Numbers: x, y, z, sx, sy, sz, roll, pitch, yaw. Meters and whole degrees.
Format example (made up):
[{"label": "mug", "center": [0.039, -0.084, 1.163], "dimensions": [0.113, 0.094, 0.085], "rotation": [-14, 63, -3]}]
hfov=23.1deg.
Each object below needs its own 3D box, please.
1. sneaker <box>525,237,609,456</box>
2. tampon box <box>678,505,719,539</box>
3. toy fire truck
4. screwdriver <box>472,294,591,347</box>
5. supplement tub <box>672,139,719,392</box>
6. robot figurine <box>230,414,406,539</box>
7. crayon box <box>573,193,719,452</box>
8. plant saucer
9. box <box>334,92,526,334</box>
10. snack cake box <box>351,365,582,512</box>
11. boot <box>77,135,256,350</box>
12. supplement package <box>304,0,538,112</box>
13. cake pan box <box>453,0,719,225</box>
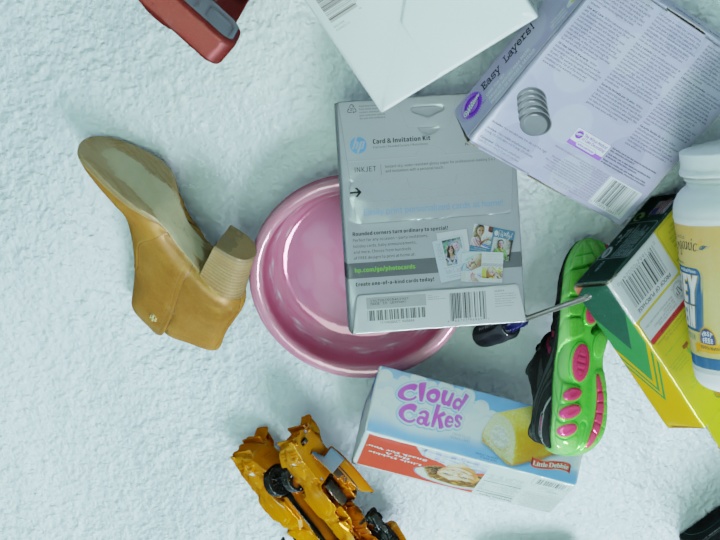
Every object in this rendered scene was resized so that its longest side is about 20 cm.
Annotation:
[{"label": "sneaker", "center": [0.183, 0.064, 1.571], "dimensions": [0.077, 0.201, 0.084], "rotation": [23, 162, -30]}, {"label": "tampon box", "center": [0.425, 0.307, 1.671], "dimensions": [0.200, 0.126, 0.150], "rotation": [42, 113, -14]}, {"label": "toy fire truck", "center": [-0.169, -0.266, 1.432], "dimensions": [0.200, 0.168, 0.112], "rotation": [42, 112, -14]}, {"label": "screwdriver", "center": [0.154, 0.038, 1.561], "dimensions": [0.028, 0.029, 0.200], "rotation": [43, 150, -10]}, {"label": "supplement tub", "center": [0.339, -0.008, 1.475], "dimensions": [0.144, 0.145, 0.201], "rotation": [-8, 98, 9]}, {"label": "robot figurine", "center": [-0.028, 0.233, 1.704], "dimensions": [0.145, 0.058, 0.200], "rotation": [-17, 117, 46]}, {"label": "crayon box", "center": [0.287, 0.049, 1.562], "dimensions": [0.051, 0.127, 0.200], "rotation": [-7, 123, 56]}, {"label": "plant saucer", "center": [0.000, 0.000, 1.609], "dimensions": [0.200, 0.051, 0.201], "rotation": [2, 116, 4]}, {"label": "box", "center": [0.060, -0.051, 1.528], "dimensions": [0.155, 0.041, 0.201], "rotation": [-5, 95, -6]}, {"label": "snack cake box", "center": [0.099, 0.159, 1.635], "dimensions": [0.199, 0.067, 0.115], "rotation": [14, 160, -2]}, {"label": "boot", "center": [-0.193, -0.018, 1.613], "dimensions": [0.201, 0.071, 0.144], "rotation": [36, 133, 6]}, {"label": "supplement package", "center": [0.029, -0.264, 1.444], "dimensions": [0.155, 0.111, 0.200], "rotation": [-30, 109, 18]}, {"label": "cake pan box", "center": [0.209, -0.148, 1.477], "dimensions": [0.200, 0.052, 0.184], "rotation": [24, 117, -32]}]
